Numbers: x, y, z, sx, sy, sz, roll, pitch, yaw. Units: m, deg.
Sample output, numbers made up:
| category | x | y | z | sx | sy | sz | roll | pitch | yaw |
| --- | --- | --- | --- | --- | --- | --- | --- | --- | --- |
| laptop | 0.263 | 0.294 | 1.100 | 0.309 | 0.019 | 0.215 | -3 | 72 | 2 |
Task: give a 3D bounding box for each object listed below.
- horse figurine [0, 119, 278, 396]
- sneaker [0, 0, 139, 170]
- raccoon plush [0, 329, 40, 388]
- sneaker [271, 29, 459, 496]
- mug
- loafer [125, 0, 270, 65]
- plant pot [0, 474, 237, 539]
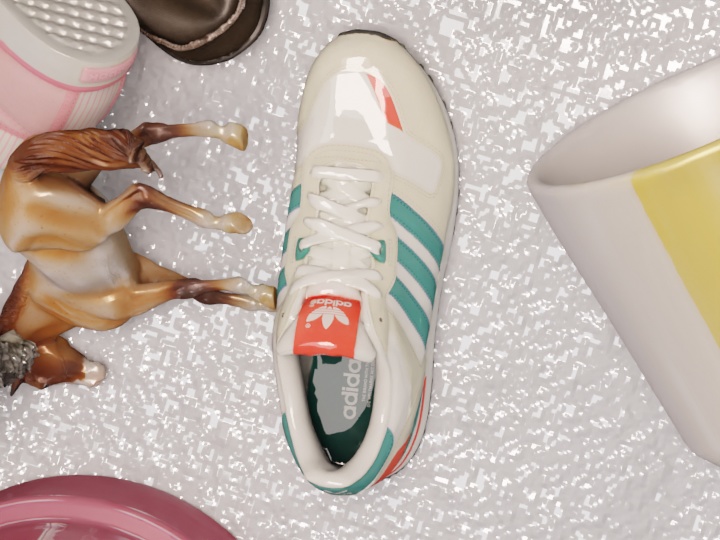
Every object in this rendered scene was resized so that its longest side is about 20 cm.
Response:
| category | x | y | z | sx | sy | sz | roll | pitch | yaw |
| --- | --- | --- | --- | --- | --- | --- | --- | --- | --- |
| horse figurine | -0.105 | -0.013 | 1.230 | 0.132 | 0.200 | 0.050 | 0 | 60 | 8 |
| sneaker | -0.177 | -0.121 | 1.258 | 0.200 | 0.075 | 0.105 | 48 | 140 | 22 |
| raccoon plush | -0.205 | 0.093 | 1.272 | 0.133 | 0.097 | 0.201 | 2 | 127 | 8 |
| sneaker | 0.000 | 0.000 | 1.235 | 0.070 | 0.093 | 0.201 | 5 | 99 | 9 |
| mug | 0.168 | 0.004 | 1.170 | 0.149 | 0.187 | 0.154 | -26 | 102 | -6 |
| loafer | -0.111 | -0.174 | 1.240 | 0.073 | 0.071 | 0.201 | -33 | 91 | 13 |
| plant pot | -0.136 | 0.201 | 1.246 | 0.199 | 0.179 | 0.201 | 1 | 98 | 10 |
